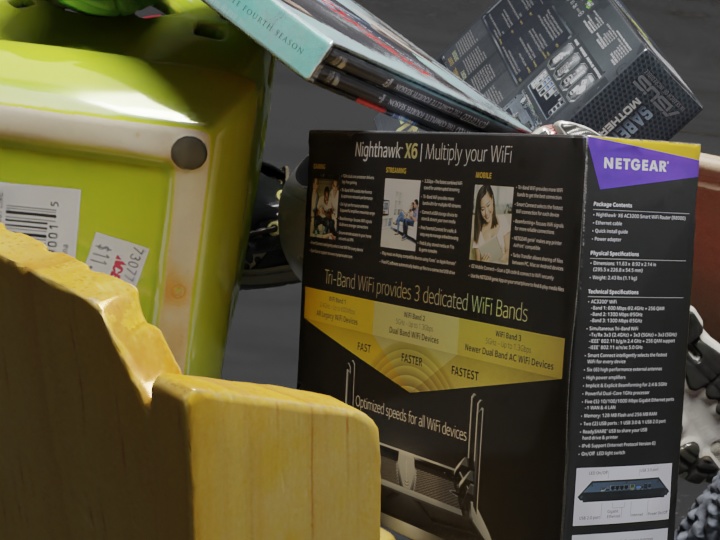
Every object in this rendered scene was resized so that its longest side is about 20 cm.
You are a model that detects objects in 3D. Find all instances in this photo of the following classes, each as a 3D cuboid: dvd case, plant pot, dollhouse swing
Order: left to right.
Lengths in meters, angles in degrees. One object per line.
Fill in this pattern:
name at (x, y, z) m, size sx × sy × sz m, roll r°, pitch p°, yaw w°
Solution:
plant pot at (-0.145, -0.036, 0.762) m, size 0.199 × 0.200 × 0.182 m, roll 7°, pitch 22°, yaw -7°
dollhouse swing at (-0.046, 0.055, 0.538) m, size 0.176 × 0.182 × 0.200 m, roll -18°, pitch 27°, yaw -39°
dvd case at (-0.015, -0.107, 0.713) m, size 0.146 × 0.022 × 0.200 m, roll 40°, pitch 12°, yaw 28°

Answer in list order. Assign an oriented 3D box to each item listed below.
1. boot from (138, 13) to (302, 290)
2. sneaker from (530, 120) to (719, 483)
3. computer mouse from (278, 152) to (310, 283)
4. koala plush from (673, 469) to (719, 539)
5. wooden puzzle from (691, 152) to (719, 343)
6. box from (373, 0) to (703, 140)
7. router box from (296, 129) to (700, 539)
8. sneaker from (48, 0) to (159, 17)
boot at (-0.075, -0.069, 0.907) m, size 0.203 × 0.154 × 0.073 m, roll -11°, pitch 23°, yaw -2°
sneaker at (0.120, 0.017, 0.779) m, size 0.077 × 0.200 × 0.085 m, roll -32°, pitch 19°, yaw -4°
computer mouse at (0.000, 0.000, 0.803) m, size 0.044 × 0.110 × 0.200 m, roll -19°, pitch 28°, yaw -20°
koala plush at (0.227, 0.105, 0.513) m, size 0.177 × 0.184 × 0.200 m, roll 1°, pitch 28°, yaw -28°
wooden puzzle at (0.238, 0.018, 0.832) m, size 0.200 × 0.185 × 0.037 m, roll 18°, pitch 52°, yaw 26°
box at (0.087, -0.084, 0.870) m, size 0.051 × 0.158 × 0.200 m, roll 41°, pitch 15°, yaw -22°
router box at (0.042, 0.025, 0.622) m, size 0.052 × 0.157 × 0.200 m, roll 1°, pitch 5°, yaw -29°
sneaker at (-0.129, -0.167, 0.754) m, size 0.084 × 0.077 × 0.200 m, roll -9°, pitch 25°, yaw 11°
